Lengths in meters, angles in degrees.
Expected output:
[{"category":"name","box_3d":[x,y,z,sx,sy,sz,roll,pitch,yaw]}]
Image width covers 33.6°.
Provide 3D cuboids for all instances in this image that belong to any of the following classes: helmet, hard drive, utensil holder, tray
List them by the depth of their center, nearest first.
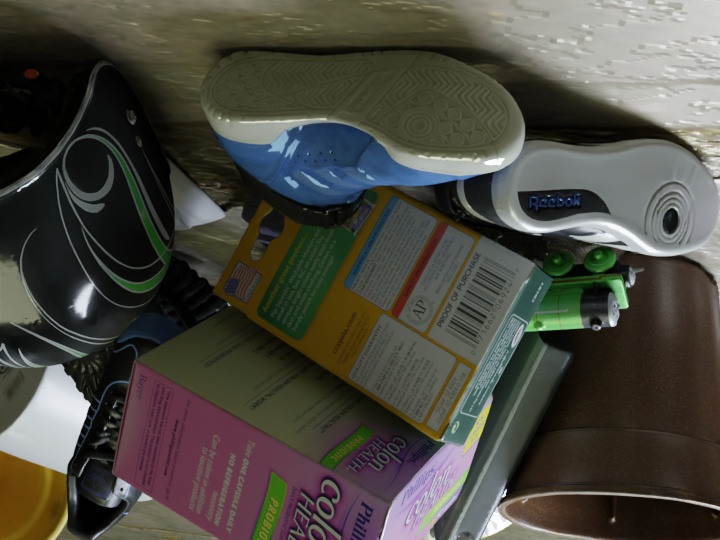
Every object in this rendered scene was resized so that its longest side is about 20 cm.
[{"category":"helmet","box_3d":[-0.213,-0.034,0.786,0.197,0.202,0.192,1,141,14]},{"category":"tray","box_3d":[-0.216,-0.052,0.945,0.197,0.022,0.107,-3,158,22]},{"category":"hard drive","box_3d":[0.107,0.111,0.958,0.032,0.140,0.202,19,113,-10]},{"category":"utensil holder","box_3d":[-0.277,0.124,1.207,0.169,0.172,0.199,-13,149,40]}]

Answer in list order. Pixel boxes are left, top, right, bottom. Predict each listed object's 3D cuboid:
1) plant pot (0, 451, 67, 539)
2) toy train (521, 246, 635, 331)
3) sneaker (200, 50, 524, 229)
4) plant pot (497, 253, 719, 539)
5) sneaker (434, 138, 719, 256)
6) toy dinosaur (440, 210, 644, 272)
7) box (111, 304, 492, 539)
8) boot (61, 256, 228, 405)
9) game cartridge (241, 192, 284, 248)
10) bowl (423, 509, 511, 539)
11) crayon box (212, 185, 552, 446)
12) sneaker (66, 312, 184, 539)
[{"category":"plant pot","box_3d":[-0.539,0.301,1.709,0.187,0.203,0.200,7,165,46]},{"category":"toy train","box_3d":[0.089,0.022,0.820,0.197,0.057,0.042,-5,134,24]},{"category":"sneaker","box_3d":[0.006,-0.075,0.742,0.197,0.078,0.112,6,153,13]},{"category":"plant pot","box_3d":[0.217,0.105,0.971,0.197,0.201,0.201,6,159,2]},{"category":"sneaker","box_3d":[0.137,-0.056,0.790,0.198,0.074,0.111,6,-176,-35]},{"category":"toy dinosaur","box_3d":[0.110,-0.007,0.890,0.197,0.078,0.103,-4,143,13]},{"category":"box","box_3d":[-0.037,0.114,0.833,0.198,0.098,0.176,25,-154,19]},{"category":"boot","box_3d":[-0.192,0.022,0.992,0.078,0.158,0.213,-8,120,26]},{"category":"game cartridge","box_3d":[0.000,0.000,0.954,0.128,0.039,0.200,9,162,29]},{"category":"bowl","box_3d":[0.081,0.143,1.119,0.198,0.203,0.095,1,150,14]},{"category":"crayon box","box_3d":[0.012,0.011,0.801,0.199,0.127,0.051,30,-178,26]},{"category":"sneaker","box_3d":[-0.178,0.125,0.907,0.069,0.078,0.202,23,127,2]}]
